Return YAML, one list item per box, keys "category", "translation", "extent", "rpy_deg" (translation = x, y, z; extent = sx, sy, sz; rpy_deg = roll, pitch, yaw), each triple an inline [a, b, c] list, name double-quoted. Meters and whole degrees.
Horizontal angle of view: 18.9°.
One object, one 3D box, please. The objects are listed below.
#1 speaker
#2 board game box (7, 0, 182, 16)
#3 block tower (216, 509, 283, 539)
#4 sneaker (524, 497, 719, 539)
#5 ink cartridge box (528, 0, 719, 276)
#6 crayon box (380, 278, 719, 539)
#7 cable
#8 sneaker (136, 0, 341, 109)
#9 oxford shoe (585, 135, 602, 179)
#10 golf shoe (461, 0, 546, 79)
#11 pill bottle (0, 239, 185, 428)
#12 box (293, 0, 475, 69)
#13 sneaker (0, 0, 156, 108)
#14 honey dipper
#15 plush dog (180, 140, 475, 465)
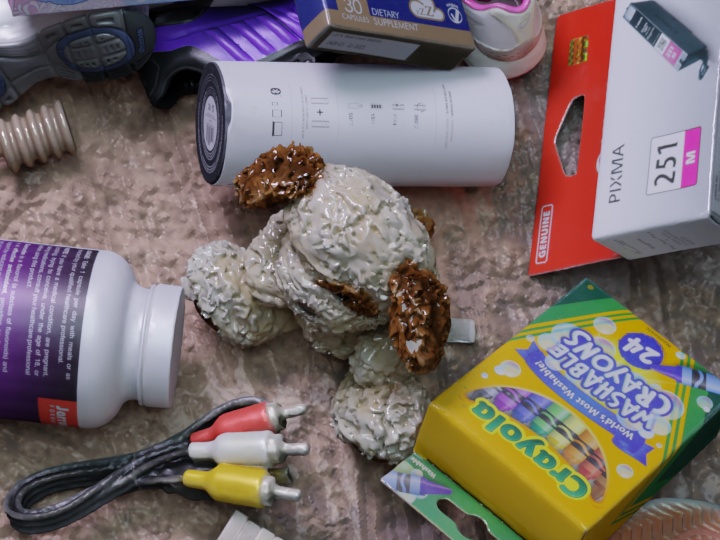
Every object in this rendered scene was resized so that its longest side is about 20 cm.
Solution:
- category: "speaker"
  translation: [-0.002, -0.094, 1.404]
  extent: [0.198, 0.081, 0.082]
  rpy_deg: [-1, 70, -19]
- category: "board game box"
  translation: [-0.155, -0.251, 1.435]
  extent: [0.199, 0.044, 0.200]
  rpy_deg: [-7, 45, -19]
- category: "block tower"
  translation: [-0.016, 0.222, 1.331]
  extent: [0.199, 0.054, 0.058]
  rpy_deg: [30, 71, 7]
- category: "sneaker"
  translation: [0.162, 0.198, 1.346]
  extent: [0.199, 0.080, 0.072]
  rpy_deg: [-6, 48, -24]
- category: "ink cartridge box"
  translation: [0.173, -0.106, 1.402]
  extent: [0.043, 0.173, 0.201]
  rpy_deg: [26, 63, -41]
- category: "crayon box"
  translation: [0.124, 0.101, 1.332]
  extent: [0.126, 0.052, 0.200]
  rpy_deg: [38, 49, 20]
- category: "cable"
  translation: [-0.126, 0.115, 1.354]
  extent: [0.198, 0.051, 0.098]
  rpy_deg: [-4, 45, 7]
- category: "sneaker"
  translation: [-0.055, -0.142, 1.452]
  extent: [0.198, 0.070, 0.100]
  rpy_deg: [-5, 72, 5]
- category: "oxford shoe"
  translation: [0.233, -0.124, 1.452]
  extent: [0.200, 0.074, 0.071]
  rpy_deg: [-39, 76, -14]
- category: "golf shoe"
  translation: [0.062, -0.226, 1.473]
  extent: [0.075, 0.092, 0.200]
  rpy_deg: [-35, 74, -12]
- category: "pill bottle"
  translation: [-0.213, 0.038, 1.356]
  extent: [0.198, 0.113, 0.113]
  rpy_deg: [7, 70, 0]
- category: "box"
  translation: [-0.004, -0.228, 1.401]
  extent: [0.121, 0.032, 0.201]
  rpy_deg: [4, 59, -38]
- category: "sneaker"
  translation: [-0.227, -0.164, 1.444]
  extent: [0.198, 0.075, 0.088]
  rpy_deg: [-7, 52, 12]
- category: "honey dipper"
  translation: [-0.288, -0.066, 1.430]
  extent: [0.199, 0.038, 0.038]
  rpy_deg: [-18, 72, -7]
- category: "plush dog"
  translation: [0.000, 0.000, 1.346]
  extent: [0.200, 0.172, 0.161]
  rpy_deg: [40, 74, 12]
